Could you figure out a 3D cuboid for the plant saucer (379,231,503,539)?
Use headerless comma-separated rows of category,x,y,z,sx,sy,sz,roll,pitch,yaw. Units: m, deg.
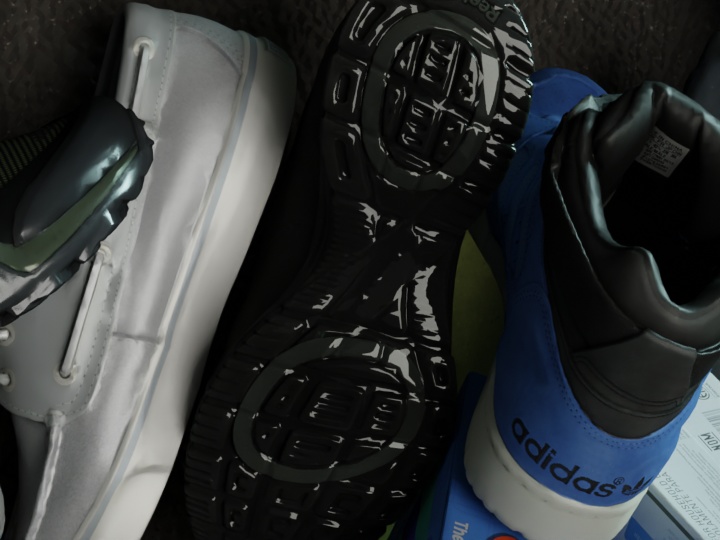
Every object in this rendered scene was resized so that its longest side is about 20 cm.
plant saucer,0.039,0.030,0.870,0.199,0.031,0.201,-7,102,-36

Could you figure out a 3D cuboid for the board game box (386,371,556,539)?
board game box,0.015,0.152,0.732,0.045,0.201,0.153,20,128,-5

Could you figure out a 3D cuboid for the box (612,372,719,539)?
box,0.085,0.139,0.820,0.060,0.117,0.201,-10,133,-35

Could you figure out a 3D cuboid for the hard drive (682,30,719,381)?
hard drive,0.178,0.024,0.852,0.199,0.033,0.140,27,89,3

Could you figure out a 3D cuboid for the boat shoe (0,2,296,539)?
boat shoe,-0.081,0.016,0.759,0.068,0.072,0.201,21,91,-16

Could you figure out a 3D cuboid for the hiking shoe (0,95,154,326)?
hiking shoe,-0.152,-0.013,0.680,0.199,0.076,0.101,-30,96,-18

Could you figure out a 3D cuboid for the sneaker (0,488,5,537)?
sneaker,-0.179,0.119,0.695,0.200,0.071,0.080,-34,161,-10

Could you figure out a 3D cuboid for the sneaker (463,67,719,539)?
sneaker,0.080,-0.022,0.752,0.076,0.111,0.201,23,38,-10

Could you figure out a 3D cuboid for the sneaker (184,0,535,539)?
sneaker,0.000,0.000,0.768,0.076,0.091,0.201,21,100,-9
